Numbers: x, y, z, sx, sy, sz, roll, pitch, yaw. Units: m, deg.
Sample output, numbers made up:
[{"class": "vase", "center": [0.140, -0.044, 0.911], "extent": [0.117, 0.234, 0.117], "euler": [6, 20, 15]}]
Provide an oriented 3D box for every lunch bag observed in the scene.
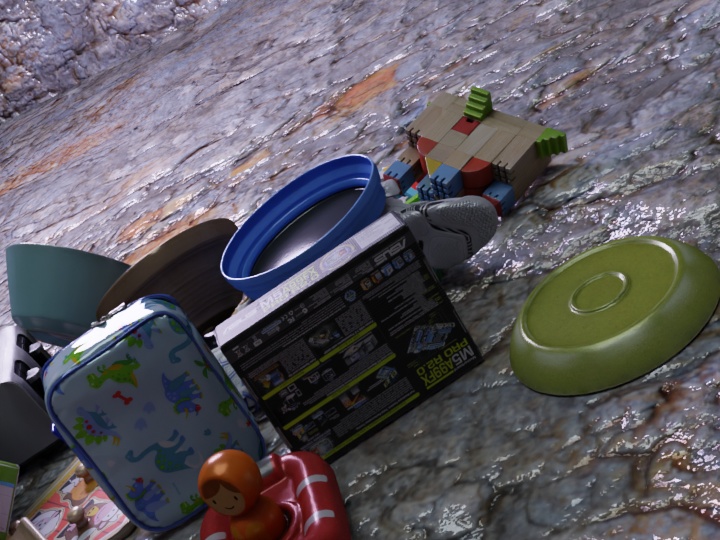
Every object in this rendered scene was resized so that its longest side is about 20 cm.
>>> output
[{"class": "lunch bag", "center": [-0.198, 0.136, 1.129], "extent": [0.160, 0.201, 0.082], "euler": [-35, 23, -6]}]

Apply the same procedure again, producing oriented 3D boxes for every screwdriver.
[{"class": "screwdriver", "center": [-0.103, 0.077, 1.354], "extent": [0.198, 0.028, 0.030], "euler": [-4, 65, 37]}]

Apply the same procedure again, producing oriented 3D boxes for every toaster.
[{"class": "toaster", "center": [-0.460, 0.181, 1.468], "extent": [0.199, 0.119, 0.181], "euler": [-33, 23, 0]}]

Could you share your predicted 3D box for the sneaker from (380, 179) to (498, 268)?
[{"class": "sneaker", "center": [0.056, -0.053, 1.260], "extent": [0.198, 0.076, 0.116], "euler": [-19, 30, 25]}]

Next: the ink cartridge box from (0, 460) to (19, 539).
[{"class": "ink cartridge box", "center": [-0.436, 0.213, 1.297], "extent": [0.147, 0.075, 0.203], "euler": [-17, 59, 44]}]

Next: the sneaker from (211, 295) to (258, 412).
[{"class": "sneaker", "center": [-0.117, 0.112, 1.234], "extent": [0.087, 0.076, 0.202], "euler": [18, 65, 24]}]

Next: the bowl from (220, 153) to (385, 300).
[{"class": "bowl", "center": [-0.059, -0.045, 1.267], "extent": [0.199, 0.040, 0.201], "euler": [-30, 25, 15]}]

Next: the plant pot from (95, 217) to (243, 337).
[{"class": "plant pot", "center": [-0.207, 0.036, 1.417], "extent": [0.200, 0.093, 0.201], "euler": [-35, -11, -8]}]

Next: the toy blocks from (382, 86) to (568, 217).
[{"class": "toy blocks", "center": [0.116, -0.122, 1.349], "extent": [0.198, 0.101, 0.137], "euler": [25, 59, 34]}]

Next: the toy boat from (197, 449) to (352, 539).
[{"class": "toy boat", "center": [-0.084, 0.200, 0.954], "extent": [0.129, 0.132, 0.200], "euler": [-31, 24, 3]}]

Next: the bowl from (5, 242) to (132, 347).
[{"class": "bowl", "center": [-0.383, 0.043, 1.580], "extent": [0.199, 0.199, 0.107], "euler": [-5, 68, 46]}]

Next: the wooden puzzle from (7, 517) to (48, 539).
[{"class": "wooden puzzle", "center": [-0.352, 0.345, 1.121], "extent": [0.200, 0.037, 0.184], "euler": [-46, 33, -18]}]

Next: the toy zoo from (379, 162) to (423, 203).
[{"class": "toy zoo", "center": [0.058, -0.102, 1.489], "extent": [0.130, 0.021, 0.200], "euler": [-35, 24, -6]}]

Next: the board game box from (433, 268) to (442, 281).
[{"class": "board game box", "center": [0.000, 0.000, 1.337], "extent": [0.198, 0.029, 0.135], "euler": [-18, 27, 20]}]

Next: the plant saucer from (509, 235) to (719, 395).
[{"class": "plant saucer", "center": [0.213, 0.029, 1.040], "extent": [0.198, 0.031, 0.201], "euler": [-27, 25, 14]}]

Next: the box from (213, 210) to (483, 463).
[{"class": "box", "center": [-0.009, 0.067, 1.080], "extent": [0.199, 0.161, 0.044], "euler": [-33, 25, -1]}]

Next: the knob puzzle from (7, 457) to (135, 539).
[{"class": "knob puzzle", "center": [-0.297, 0.248, 1.249], "extent": [0.217, 0.031, 0.220], "euler": [-27, 25, 13]}]
